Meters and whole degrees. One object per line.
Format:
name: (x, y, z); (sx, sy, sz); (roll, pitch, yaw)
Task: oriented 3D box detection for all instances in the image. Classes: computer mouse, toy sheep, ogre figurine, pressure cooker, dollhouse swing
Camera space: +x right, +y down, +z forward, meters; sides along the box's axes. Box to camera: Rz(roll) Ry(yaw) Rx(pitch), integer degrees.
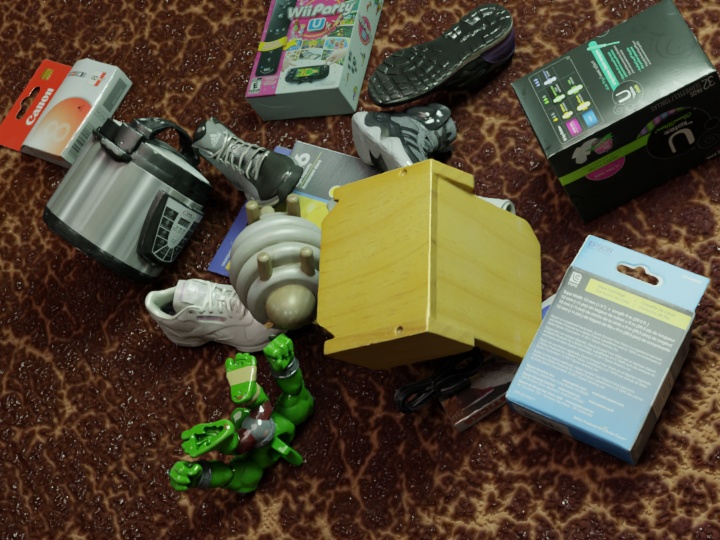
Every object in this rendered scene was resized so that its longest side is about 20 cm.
computer mouse: (0.053, 0.050, 1.536); (0.110, 0.044, 0.200); (-27, 71, 5)
toy sheep: (-0.092, -0.009, 1.614); (0.138, 0.138, 0.200); (-24, 43, 14)
ogre figurine: (-0.124, 0.180, 1.576); (0.098, 0.120, 0.200); (6, 63, 35)
pressure cooker: (-0.291, -0.104, 1.784); (0.200, 0.179, 0.176); (-56, 20, 0)
dollhouse swing: (0.078, 0.014, 1.509); (0.181, 0.176, 0.200); (-15, 60, 30)

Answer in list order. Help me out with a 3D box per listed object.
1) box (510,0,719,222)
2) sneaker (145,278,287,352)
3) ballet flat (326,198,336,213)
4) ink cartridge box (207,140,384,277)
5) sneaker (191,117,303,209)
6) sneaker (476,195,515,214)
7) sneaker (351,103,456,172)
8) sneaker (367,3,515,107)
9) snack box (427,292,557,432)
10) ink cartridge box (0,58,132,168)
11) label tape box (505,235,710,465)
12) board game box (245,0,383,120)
box: (0.295, -0.176, 1.545); (0.200, 0.149, 0.124); (-28, 53, 11)
sneaker: (-0.172, 0.052, 1.692); (0.200, 0.100, 0.075); (-5, 59, 24)
ballet flat: (0.000, 0.000, 1.640); (0.064, 0.067, 0.200); (-20, 68, 21)
ink cartridge box: (-0.085, -0.066, 1.752); (0.200, 0.047, 0.198); (18, 72, 32)
sneaker: (-0.157, -0.141, 1.748); (0.075, 0.115, 0.200); (-57, 27, -7)
sneaker: (0.111, -0.004, 1.590); (0.115, 0.074, 0.200); (7, 64, 35)
sneaker: (0.073, -0.144, 1.663); (0.114, 0.076, 0.200); (-19, 39, -16)
sneaker: (0.107, -0.243, 1.722); (0.200, 0.088, 0.076); (-28, 56, -2)
snack box: (0.174, 0.095, 1.526); (0.200, 0.024, 0.072); (-34, 52, 6)
ink cartridge box: (-0.454, -0.246, 2.055); (0.200, 0.050, 0.162); (20, 72, 32)
label tape box: (0.261, 0.081, 1.445); (0.143, 0.066, 0.200); (22, 75, 25)
board game box: (-0.060, -0.306, 1.871); (0.147, 0.064, 0.200); (-1, 60, 27)
